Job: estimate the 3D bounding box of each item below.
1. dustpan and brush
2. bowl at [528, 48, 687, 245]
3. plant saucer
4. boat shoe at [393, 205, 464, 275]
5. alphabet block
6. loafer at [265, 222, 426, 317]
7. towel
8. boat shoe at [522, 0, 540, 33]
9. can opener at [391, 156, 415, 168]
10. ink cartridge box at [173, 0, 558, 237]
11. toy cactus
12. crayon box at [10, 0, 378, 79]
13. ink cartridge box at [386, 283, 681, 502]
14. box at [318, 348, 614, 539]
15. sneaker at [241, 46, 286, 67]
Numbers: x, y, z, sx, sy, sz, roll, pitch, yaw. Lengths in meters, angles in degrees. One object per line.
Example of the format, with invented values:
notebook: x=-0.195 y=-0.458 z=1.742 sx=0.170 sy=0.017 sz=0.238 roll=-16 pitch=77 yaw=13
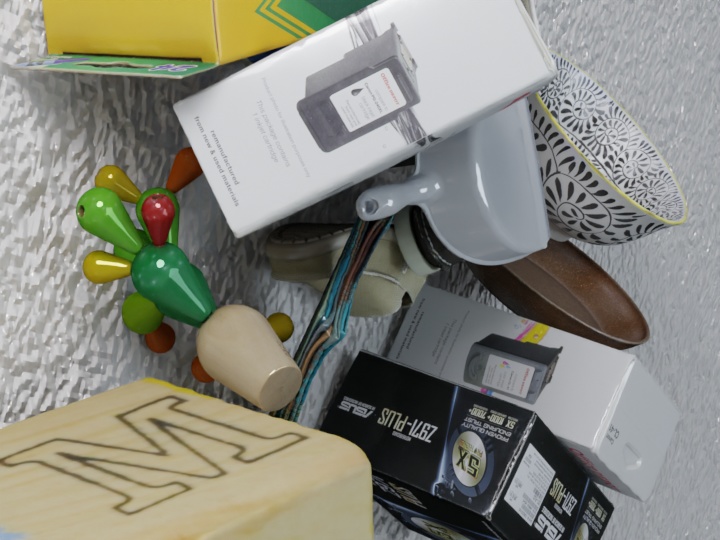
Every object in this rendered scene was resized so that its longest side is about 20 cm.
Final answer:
dustpan and brush: x=0.059 y=-0.060 z=1.072 sx=0.200 sy=0.057 sz=0.142 roll=-27 pitch=108 yaw=-63
bowl: x=0.180 y=-0.088 z=1.408 sx=0.094 sy=0.202 sz=0.200 roll=-43 pitch=159 yaw=24
plant saucer: x=0.150 y=0.007 z=1.352 sx=0.037 sy=0.200 sz=0.200 roll=-55 pitch=155 yaw=19
boat shoe: x=0.087 y=-0.051 z=1.218 sx=0.072 sy=0.060 sz=0.201 roll=65 pitch=27 yaw=-10
alphabet block: x=-0.125 y=0.188 z=0.867 sx=0.199 sy=0.195 sz=0.198 roll=-18 pitch=114 yaw=-45
loafer: x=0.000 y=0.000 z=1.176 sx=0.199 sy=0.075 sz=0.069 roll=-3 pitch=94 yaw=-59
towel: x=-0.034 y=0.062 z=1.057 sx=0.147 sy=0.021 sz=0.201 roll=-67 pitch=-178 yaw=-52
boat shoe: x=0.096 y=-0.225 z=1.163 sx=0.071 sy=0.069 sz=0.202 roll=-44 pitch=126 yaw=-42
can opener: x=0.008 y=-0.090 z=1.131 sx=0.198 sy=0.067 sz=0.053 roll=-12 pitch=69 yaw=-27
ink cartridge box: x=0.003 y=-0.100 z=0.946 sx=0.084 sy=0.198 sz=0.145 roll=63 pitch=0 yaw=-2
toy cactus: x=-0.085 y=0.020 z=0.955 sx=0.102 sy=0.165 sz=0.201 roll=-39 pitch=141 yaw=-13
crayon box: x=-0.092 y=-0.156 z=0.938 sx=0.199 sy=0.124 sz=0.052 roll=-29 pitch=120 yaw=-53
ink cartridge box: x=0.138 y=0.097 z=1.301 sx=0.148 sy=0.198 sz=0.086 roll=42 pitch=70 yaw=-56
box: x=0.083 y=0.159 z=1.257 sx=0.087 sy=0.162 sz=0.200 roll=-62 pitch=145 yaw=-14
sneaker: x=0.010 y=-0.193 z=1.043 sx=0.198 sy=0.111 sz=0.077 roll=-27 pitch=93 yaw=-9
